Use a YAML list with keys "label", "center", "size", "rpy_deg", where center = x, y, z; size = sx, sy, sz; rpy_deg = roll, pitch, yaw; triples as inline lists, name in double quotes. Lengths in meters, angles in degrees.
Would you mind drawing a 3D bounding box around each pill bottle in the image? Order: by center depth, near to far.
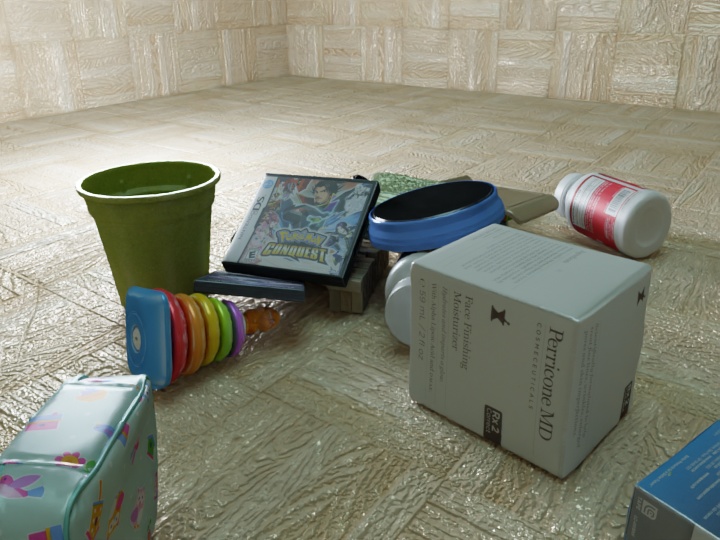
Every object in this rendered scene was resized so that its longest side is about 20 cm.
- label: "pill bottle"
  center: [0.094, 0.017, 0.877]
  size: [0.107, 0.115, 0.200]
  rpy_deg: [6, 24, 15]
- label: "pill bottle"
  center: [0.439, -0.108, 1.153]
  size: [0.109, 0.116, 0.200]
  rpy_deg: [-10, 25, -21]

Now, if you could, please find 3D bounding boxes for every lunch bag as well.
- label: "lunch bag"
  center: [-0.200, 0.180, 0.461]
  size: [0.074, 0.166, 0.201]
  rpy_deg: [3, 17, -4]

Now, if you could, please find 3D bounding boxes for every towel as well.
- label: "towel"
  center: [0.092, -0.095, 1.040]
  size: [0.194, 0.037, 0.151]
  rpy_deg: [12, 51, 14]

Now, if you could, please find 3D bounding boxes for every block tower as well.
- label: "block tower"
  center: [0.000, 0.000, 0.996]
  size: [0.052, 0.060, 0.200]
  rpy_deg: [5, 22, 13]

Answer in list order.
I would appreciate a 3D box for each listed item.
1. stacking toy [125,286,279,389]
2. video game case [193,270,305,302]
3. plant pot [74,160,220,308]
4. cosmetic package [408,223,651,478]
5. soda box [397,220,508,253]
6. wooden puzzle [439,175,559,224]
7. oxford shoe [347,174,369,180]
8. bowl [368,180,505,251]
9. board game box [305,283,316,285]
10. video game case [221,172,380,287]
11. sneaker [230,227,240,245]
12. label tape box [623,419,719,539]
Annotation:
- label: "stacking toy"
  center: [-0.184, 0.072, 0.802]
  size: [0.196, 0.114, 0.114]
  rpy_deg: [-5, 6, -41]
- label: "video game case"
  center: [-0.146, 0.020, 0.898]
  size: [0.138, 0.020, 0.200]
  rpy_deg: [5, 4, -6]
- label: "plant pot"
  center: [-0.291, -0.042, 0.935]
  size: [0.193, 0.190, 0.201]
  rpy_deg: [0, 22, 0]
- label: "cosmetic package"
  center: [0.173, 0.069, 0.687]
  size: [0.162, 0.170, 0.197]
  rpy_deg: [-22, 29, -40]
- label: "soda box"
  center: [0.154, -0.062, 1.120]
  size: [0.193, 0.066, 0.068]
  rpy_deg: [6, 21, 15]
- label: "wooden puzzle"
  center: [0.230, -0.123, 1.151]
  size: [0.196, 0.038, 0.183]
  rpy_deg: [21, 26, 34]
- label: "oxford shoe"
  center: [-0.019, -0.168, 1.356]
  size: [0.195, 0.075, 0.071]
  rpy_deg: [14, 27, 31]
- label: "bowl"
  center: [0.103, -0.081, 0.911]
  size: [0.194, 0.041, 0.201]
  rpy_deg: [-13, 19, 4]
- label: "board game box"
  center: [-0.051, -0.027, 1.092]
  size: [0.092, 0.031, 0.201]
  rpy_deg: [3, 27, 16]
- label: "video game case"
  center: [-0.086, -0.066, 0.957]
  size: [0.194, 0.026, 0.184]
  rpy_deg: [6, 55, 21]
- label: "sneaker"
  center: [-0.104, -0.043, 1.045]
  size: [0.194, 0.079, 0.115]
  rpy_deg: [-2, 7, 16]
- label: "label tape box"
  center: [0.326, 0.212, 0.488]
  size: [0.140, 0.068, 0.198]
  rpy_deg: [-17, 31, -32]
